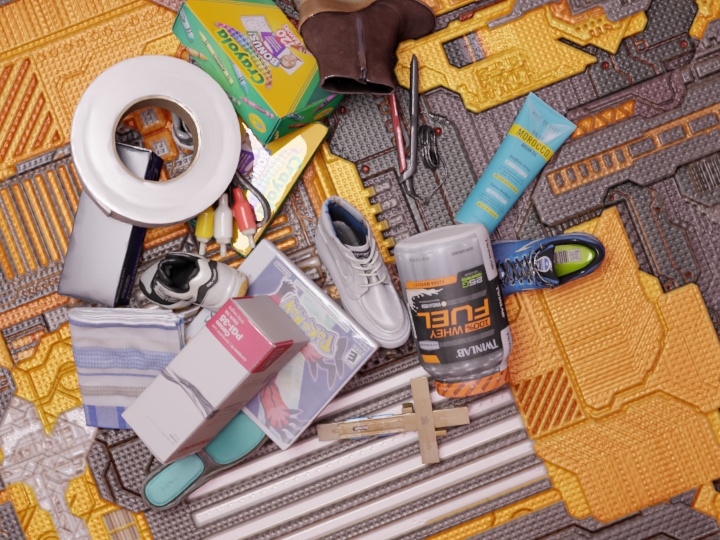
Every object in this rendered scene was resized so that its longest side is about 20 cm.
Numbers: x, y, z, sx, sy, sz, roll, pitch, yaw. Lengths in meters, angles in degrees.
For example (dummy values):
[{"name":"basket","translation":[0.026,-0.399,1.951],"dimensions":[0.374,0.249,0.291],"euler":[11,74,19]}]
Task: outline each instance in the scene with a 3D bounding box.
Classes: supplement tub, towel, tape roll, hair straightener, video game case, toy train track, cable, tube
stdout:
[{"name":"supplement tub","translation":[0.120,0.049,1.625],"dimensions":[0.122,0.123,0.200],"euler":[-14,98,-1]},{"name":"towel","translation":[-0.291,0.129,1.652],"dimensions":[0.146,0.024,0.200],"euler":[3,127,2]},{"name":"tape roll","translation":[-0.246,-0.151,1.553],"dimensions":[0.202,0.071,0.203],"euler":[0,88,-13]},{"name":"hair straightener","translation":[0.080,-0.186,1.707],"dimensions":[0.077,0.041,0.201],"euler":[-7,89,0]},{"name":"video game case","translation":[-0.107,0.093,1.630],"dimensions":[0.200,0.023,0.182],"euler":[43,100,7]},{"name":"toy train track","translation":[0.043,0.199,1.710],"dimensions":[0.199,0.033,0.115],"euler":[-7,97,5]},{"name":"cable","translation":[-0.169,-0.119,1.614],"dimensions":[0.097,0.050,0.201],"euler":[-8,102,2]},{"name":"tube","translation":[0.199,-0.132,1.709],"dimensions":[0.077,0.050,0.200],"euler":[36,84,-13]}]

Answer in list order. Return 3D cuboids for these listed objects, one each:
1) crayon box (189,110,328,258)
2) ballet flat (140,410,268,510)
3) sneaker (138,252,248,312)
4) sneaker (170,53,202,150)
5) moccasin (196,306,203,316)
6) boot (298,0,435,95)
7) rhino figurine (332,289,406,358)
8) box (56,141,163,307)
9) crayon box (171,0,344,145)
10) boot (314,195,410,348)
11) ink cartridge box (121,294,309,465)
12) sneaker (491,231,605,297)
[{"name":"crayon box","translation":[-0.142,-0.130,1.688],"dimensions":[0.119,0.058,0.200],"euler":[33,89,0]},{"name":"ballet flat","translation":[-0.198,0.237,1.687],"dimensions":[0.200,0.064,0.067],"euler":[-36,88,3]},{"name":"sneaker","translation":[-0.228,0.004,1.632],"dimensions":[0.088,0.200,0.076],"euler":[30,71,-39]},{"name":"sneaker","translation":[-0.197,-0.255,1.668],"dimensions":[0.075,0.115,0.201],"euler":[13,90,0]},{"name":"moccasin","translation":[-0.142,0.122,1.683],"dimensions":[0.074,0.078,0.202],"euler":[-29,90,-3]},{"name":"boot","translation":[0.021,-0.278,1.639],"dimensions":[0.200,0.072,0.167],"euler":[1,51,-24]},{"name":"rhino figurine","translation":[0.034,0.070,1.695],"dimensions":[0.199,0.060,0.088],"euler":[-8,79,-4]},{"name":"box","translation":[-0.315,-0.059,1.652],"dimensions":[0.079,0.141,0.201],"euler":[14,90,0]},{"name":"crayon box","translation":[-0.128,-0.264,1.628],"dimensions":[0.119,0.058,0.200],"euler":[-30,76,-38]},{"name":"boot","translation":[0.000,0.000,1.642],"dimensions":[0.073,0.096,0.200],"euler":[-27,65,-16]},{"name":"ink cartridge box","translation":[-0.173,0.128,1.560],"dimensions":[0.200,0.146,0.083],"euler":[-46,81,10]},{"name":"sneaker","translation":[0.221,-0.010,1.683],"dimensions":[0.199,0.089,0.079],"euler":[-15,89,2]}]
